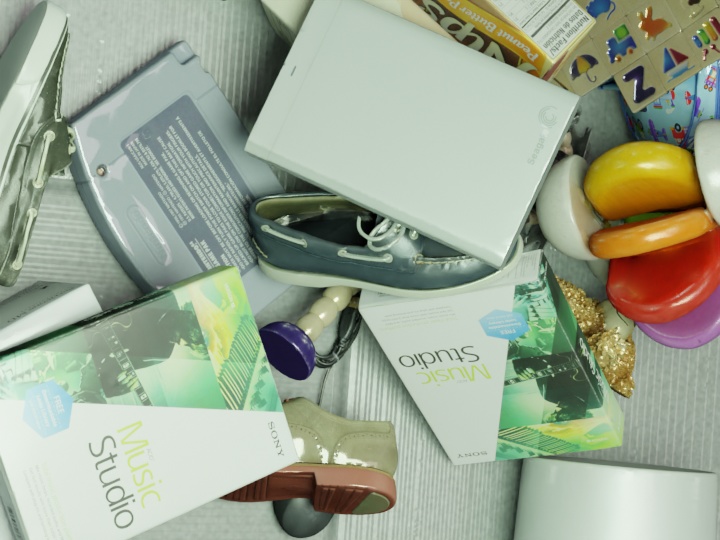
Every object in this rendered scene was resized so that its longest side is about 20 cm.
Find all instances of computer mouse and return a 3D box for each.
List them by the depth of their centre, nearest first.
[{"bbox_3d":[-0.026,0.108,1.443,0.058,0.034,0.201,13,85,-26],"label":"computer mouse"}]

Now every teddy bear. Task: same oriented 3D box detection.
[{"bbox_3d":[0.153,0.029,1.476,0.200,0.145,0.067,31,89,-19],"label":"teddy bear"}]

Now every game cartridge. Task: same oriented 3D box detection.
[{"bbox_3d":[-0.129,-0.051,1.385,0.133,0.041,0.200,-40,108,-25],"label":"game cartridge"}]

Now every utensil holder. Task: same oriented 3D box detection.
[{"bbox_3d":[0.198,0.253,1.489,0.169,0.170,0.201,6,86,-27],"label":"utensil holder"}]

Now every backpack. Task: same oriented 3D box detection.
[{"bbox_3d":[0.257,-0.177,1.507,0.134,0.183,0.201,-7,103,-18],"label":"backpack"}]

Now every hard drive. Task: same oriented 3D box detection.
[{"bbox_3d":[0.036,-0.101,1.308,0.199,0.026,0.132,25,86,10],"label":"hard drive"}]

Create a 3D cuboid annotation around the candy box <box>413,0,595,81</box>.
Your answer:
[{"bbox_3d":[0.073,-0.216,1.403,0.200,0.115,0.055,43,72,3],"label":"candy box"}]

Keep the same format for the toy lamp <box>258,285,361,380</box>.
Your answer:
[{"bbox_3d":[0.000,0.000,1.429,0.200,0.058,0.058,-46,110,-29],"label":"toy lamp"}]

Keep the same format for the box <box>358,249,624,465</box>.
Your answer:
[{"bbox_3d":[0.102,0.071,1.414,0.200,0.144,0.036,58,33,-41],"label":"box"}]

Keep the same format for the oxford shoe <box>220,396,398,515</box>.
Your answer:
[{"bbox_3d":[-0.069,0.130,1.395,0.199,0.071,0.075,12,60,-7],"label":"oxford shoe"}]

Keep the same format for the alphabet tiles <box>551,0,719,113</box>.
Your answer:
[{"bbox_3d":[0.196,-0.208,1.426,0.008,0.200,0.168,-11,71,-57],"label":"alphabet tiles"}]

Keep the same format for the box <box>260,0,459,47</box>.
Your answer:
[{"bbox_3d":[0.026,-0.150,1.375,0.200,0.095,0.078,44,88,9],"label":"box"}]

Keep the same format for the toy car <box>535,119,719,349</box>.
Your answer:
[{"bbox_3d":[0.243,-0.016,1.442,0.200,0.174,0.151,31,50,-54],"label":"toy car"}]

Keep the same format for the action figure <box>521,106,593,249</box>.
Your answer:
[{"bbox_3d":[0.121,-0.089,1.496,0.200,0.069,0.131,27,71,-29],"label":"action figure"}]

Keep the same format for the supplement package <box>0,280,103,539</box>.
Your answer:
[{"bbox_3d":[-0.253,0.120,1.282,0.200,0.111,0.156,-31,105,-24],"label":"supplement package"}]

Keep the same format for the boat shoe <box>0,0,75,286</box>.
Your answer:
[{"bbox_3d":[-0.236,-0.088,1.313,0.063,0.071,0.201,20,90,-25],"label":"boat shoe"}]

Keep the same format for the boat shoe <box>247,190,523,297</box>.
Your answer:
[{"bbox_3d":[0.016,-0.029,1.346,0.062,0.199,0.075,75,26,-45],"label":"boat shoe"}]

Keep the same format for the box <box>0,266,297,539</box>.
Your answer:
[{"bbox_3d":[-0.151,0.097,1.244,0.200,0.036,0.145,-23,102,-27],"label":"box"}]
